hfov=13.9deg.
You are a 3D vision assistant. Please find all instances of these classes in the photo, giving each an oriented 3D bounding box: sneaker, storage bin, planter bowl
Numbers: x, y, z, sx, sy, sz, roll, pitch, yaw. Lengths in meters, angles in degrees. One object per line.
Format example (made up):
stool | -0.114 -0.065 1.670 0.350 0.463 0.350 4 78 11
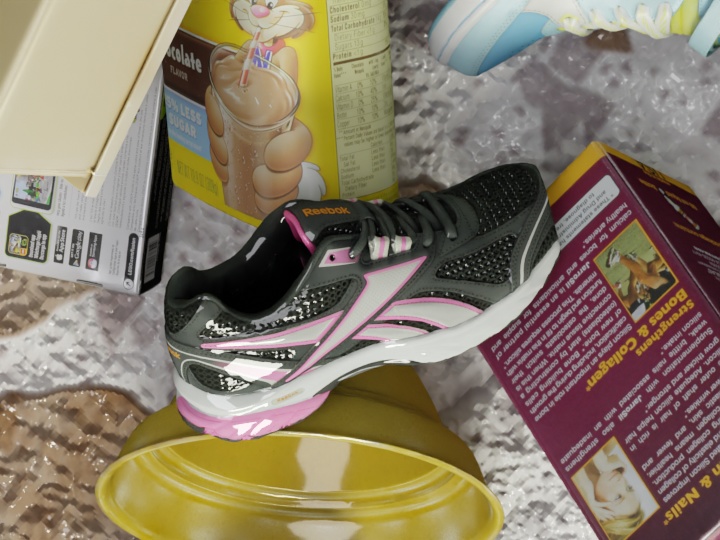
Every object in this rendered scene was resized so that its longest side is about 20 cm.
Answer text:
sneaker | 0.000 0.000 1.337 0.200 0.080 0.086 -30 132 -14
storage bin | -0.171 -0.170 1.323 0.198 0.094 0.200 38 111 27
sneaker | 0.137 -0.123 1.385 0.200 0.080 0.131 -37 87 20
planter bowl | -0.027 0.080 1.447 0.200 0.200 0.084 -4 63 17

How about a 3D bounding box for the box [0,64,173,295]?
box | -0.145 -0.096 1.496 0.110 0.035 0.201 12 104 14

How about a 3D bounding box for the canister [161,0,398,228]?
canister | -0.043 -0.130 1.397 0.148 0.086 0.201 26 125 56

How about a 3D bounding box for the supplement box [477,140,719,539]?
supplement box | 0.141 0.052 1.364 0.110 0.086 0.200 -46 51 19
